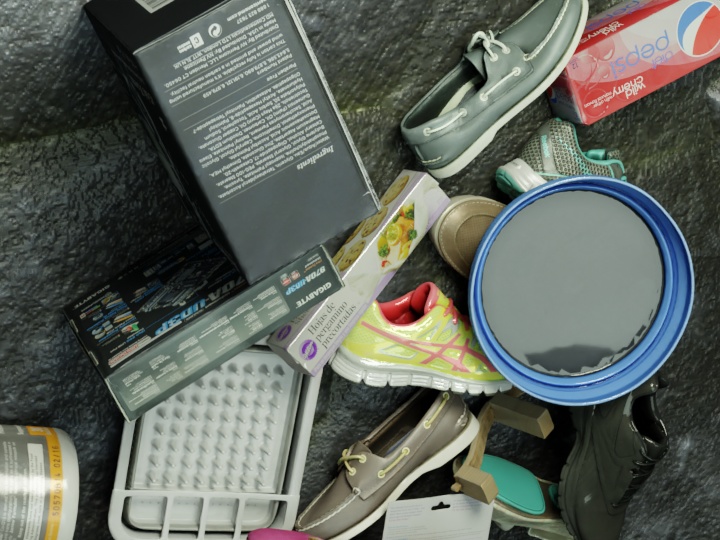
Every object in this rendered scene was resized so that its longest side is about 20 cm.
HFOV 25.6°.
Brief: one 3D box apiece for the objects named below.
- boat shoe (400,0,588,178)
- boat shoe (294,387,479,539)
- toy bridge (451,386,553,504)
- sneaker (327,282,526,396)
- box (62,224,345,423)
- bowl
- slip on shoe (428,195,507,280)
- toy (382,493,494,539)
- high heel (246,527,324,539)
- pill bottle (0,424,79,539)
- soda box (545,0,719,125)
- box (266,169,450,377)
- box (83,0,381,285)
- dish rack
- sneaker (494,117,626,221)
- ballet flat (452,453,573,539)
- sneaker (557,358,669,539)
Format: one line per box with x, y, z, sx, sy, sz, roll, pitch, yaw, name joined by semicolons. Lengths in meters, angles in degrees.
0.113;-0.170;1.352;0.200;0.073;0.062;-48;122;4;boat shoe
0.016;0.175;1.431;0.199;0.072;0.060;-37;111;-11;boat shoe
0.146;0.134;1.463;0.200;0.067;0.027;-44;129;-27;toy bridge
0.073;0.057;1.408;0.198;0.078;0.091;3;106;-23;sneaker
-0.130;0.022;1.267;0.199;0.159;0.046;-33;118;-10;box
0.188;0.015;1.376;0.199;0.039;0.202;-2;103;-8;bowl
0.148;0.001;1.429;0.200;0.061;0.076;38;91;-28;slip on shoe
0.050;0.292;1.462;0.114;0.047;0.202;-1;107;-31;toy
0.003;0.246;1.360;0.199;0.068;0.096;30;112;-19;high heel
-0.332;0.177;1.260;0.198;0.116;0.117;7;105;-24;pill bottle
0.256;-0.204;1.403;0.199;0.063;0.070;-28;116;-12;soda box
0.000;0.000;1.356;0.039;0.041;0.200;46;74;-26;box
-0.100;-0.127;1.206;0.123;0.200;0.198;-30;116;-8;box
-0.129;0.143;1.374;0.170;0.044;0.202;5;106;-23;dish rack
0.217;-0.064;1.431;0.199;0.078;0.092;35;89;-30;sneaker
0.163;0.229;1.514;0.199;0.068;0.063;19;124;-25;ballet flat
0.235;0.172;1.450;0.076;0.090;0.202;-22;118;-49;sneaker
